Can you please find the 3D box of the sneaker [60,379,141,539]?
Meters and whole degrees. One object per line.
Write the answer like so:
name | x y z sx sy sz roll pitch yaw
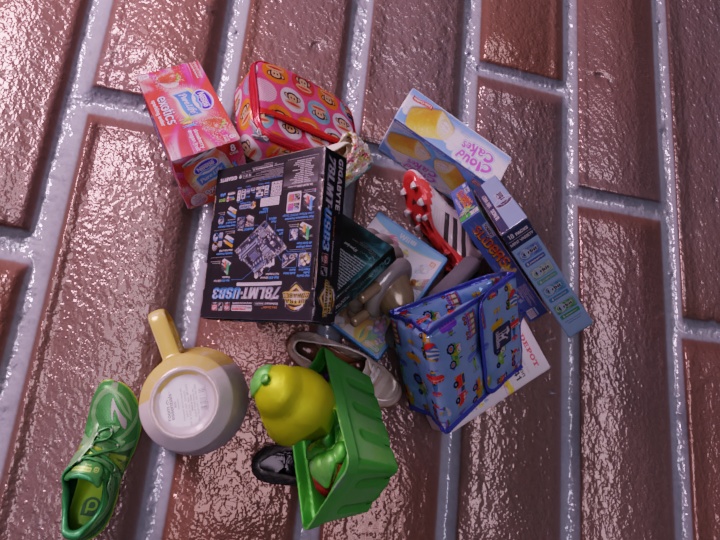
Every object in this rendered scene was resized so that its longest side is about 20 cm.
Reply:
sneaker | -0.339 0.248 0.683 0.072 0.084 0.205 9 76 -10

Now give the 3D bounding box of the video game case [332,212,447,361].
video game case | 0.029 0.020 0.833 0.142 0.018 0.201 34 72 13

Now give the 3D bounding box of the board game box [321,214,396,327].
board game box | -0.066 -0.027 0.705 0.135 0.028 0.199 -41 53 -18

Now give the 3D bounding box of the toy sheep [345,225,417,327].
toy sheep | 0.000 0.000 0.763 0.138 0.139 0.199 -42 68 -17

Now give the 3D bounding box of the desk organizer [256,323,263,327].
desk organizer | -0.147 -0.026 0.794 0.075 0.072 0.205 -16 82 -18

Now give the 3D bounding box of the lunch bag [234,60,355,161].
lunch bag | -0.093 -0.207 0.795 0.197 0.082 0.180 13 55 -38

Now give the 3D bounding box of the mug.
mug | -0.238 0.162 0.689 0.185 0.153 0.151 35 73 -3

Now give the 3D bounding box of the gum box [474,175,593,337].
gum box | 0.253 -0.026 0.773 0.044 0.171 0.201 -34 113 17

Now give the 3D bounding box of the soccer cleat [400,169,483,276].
soccer cleat | 0.139 -0.084 0.879 0.084 0.068 0.203 -31 89 -26

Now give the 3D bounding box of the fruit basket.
fruit basket | -0.066 0.201 0.677 0.212 0.217 0.157 28 115 -6

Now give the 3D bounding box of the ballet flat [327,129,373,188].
ballet flat | -0.061 -0.122 0.719 0.200 0.075 0.065 -48 130 -25

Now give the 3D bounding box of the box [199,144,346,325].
box | -0.112 -0.037 0.649 0.049 0.196 0.204 14 77 -53

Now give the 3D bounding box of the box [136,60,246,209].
box | -0.244 -0.203 0.761 0.098 0.096 0.202 -21 58 -16

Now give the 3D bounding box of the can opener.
can opener | 0.114 0.044 0.792 0.199 0.066 0.054 -38 131 -30

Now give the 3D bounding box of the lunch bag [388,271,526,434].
lunch bag | 0.153 0.098 0.724 0.197 0.093 0.154 -23 111 -25

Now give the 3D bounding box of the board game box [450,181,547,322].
board game box | 0.215 -0.032 0.819 0.034 0.136 0.201 -33 111 17

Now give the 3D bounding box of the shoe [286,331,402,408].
shoe | -0.023 0.153 0.792 0.197 0.053 0.071 27 73 -6

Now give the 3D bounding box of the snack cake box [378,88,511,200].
snack cake box | 0.137 -0.196 0.873 0.198 0.115 0.068 33 72 -3

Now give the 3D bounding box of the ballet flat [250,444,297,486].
ballet flat | -0.059 0.284 0.753 0.194 0.057 0.068 1 78 -13

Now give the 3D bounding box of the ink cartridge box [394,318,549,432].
ink cartridge box | 0.174 0.139 0.825 0.197 0.086 0.150 -27 84 -15
